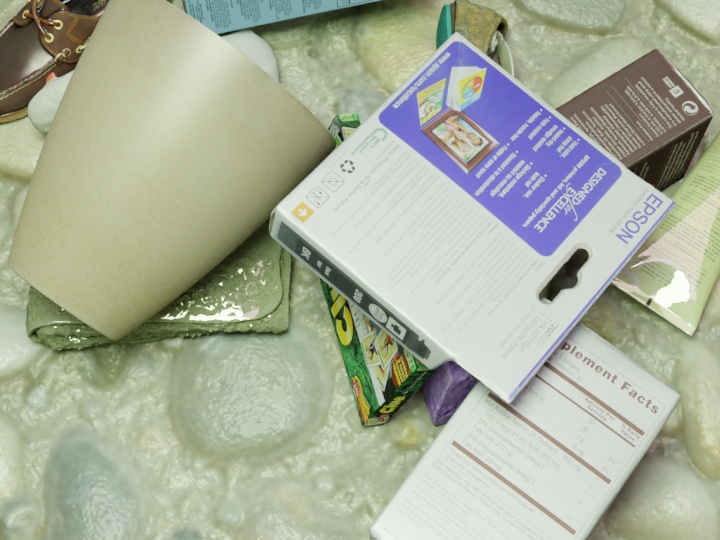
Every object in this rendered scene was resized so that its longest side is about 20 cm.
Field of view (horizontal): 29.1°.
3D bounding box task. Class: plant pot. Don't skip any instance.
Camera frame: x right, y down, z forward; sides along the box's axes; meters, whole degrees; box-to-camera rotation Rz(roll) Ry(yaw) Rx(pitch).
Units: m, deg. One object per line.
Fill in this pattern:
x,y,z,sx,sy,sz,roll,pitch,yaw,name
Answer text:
-0.149,-0.060,0.958,0.187,0.187,0.201,35,85,13,plant pot

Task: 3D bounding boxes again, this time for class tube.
0.268,-0.050,1.060,0.058,0.052,0.201,15,64,49,tube

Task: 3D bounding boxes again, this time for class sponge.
0.043,0.001,0.995,0.030,0.112,0.202,-12,67,-8,sponge

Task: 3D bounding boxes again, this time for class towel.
-0.151,-0.017,1.041,0.198,0.037,0.150,-4,66,-3,towel

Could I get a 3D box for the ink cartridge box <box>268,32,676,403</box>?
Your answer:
0.076,-0.035,0.930,0.200,0.043,0.198,39,66,13,ink cartridge box

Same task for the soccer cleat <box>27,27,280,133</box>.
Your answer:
-0.157,-0.134,1.077,0.198,0.069,0.078,-16,71,-11,soccer cleat

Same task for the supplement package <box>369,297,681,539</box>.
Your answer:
0.106,0.143,0.932,0.117,0.117,0.200,35,70,13,supplement package

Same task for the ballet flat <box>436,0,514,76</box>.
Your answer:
0.086,-0.132,1.064,0.070,0.071,0.201,7,50,2,ballet flat

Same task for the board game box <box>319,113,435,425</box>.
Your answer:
0.000,0.000,1.000,0.023,0.105,0.202,-7,65,-23,board game box

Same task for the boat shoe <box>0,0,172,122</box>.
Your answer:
-0.235,-0.199,1.101,0.070,0.070,0.200,43,74,15,boat shoe

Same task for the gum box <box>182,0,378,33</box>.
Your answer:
-0.056,-0.273,1.122,0.198,0.045,0.171,-12,48,-7,gum box

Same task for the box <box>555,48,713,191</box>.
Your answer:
0.156,-0.070,1.036,0.199,0.100,0.075,-32,71,-15,box
